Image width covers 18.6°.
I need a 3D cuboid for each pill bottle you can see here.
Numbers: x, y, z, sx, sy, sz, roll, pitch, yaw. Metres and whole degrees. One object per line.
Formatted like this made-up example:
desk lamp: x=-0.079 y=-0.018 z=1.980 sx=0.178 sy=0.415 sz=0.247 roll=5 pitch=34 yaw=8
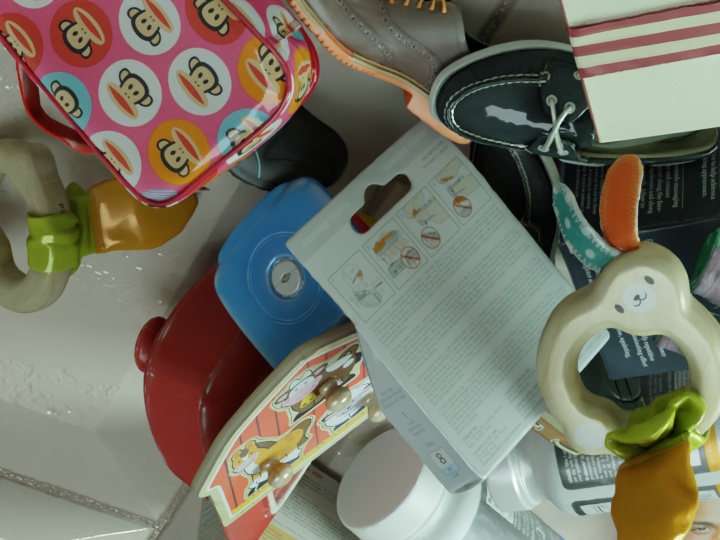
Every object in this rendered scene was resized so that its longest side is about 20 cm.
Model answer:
pill bottle: x=0.079 y=0.220 z=1.802 sx=0.113 sy=0.114 sz=0.200 roll=-27 pitch=128 yaw=33
pill bottle: x=0.197 y=0.125 z=1.679 sx=0.198 sy=0.117 sz=0.117 roll=-9 pitch=136 yaw=18

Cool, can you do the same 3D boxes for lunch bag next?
lunch bag: x=-0.142 y=-0.143 z=1.397 sx=0.176 sy=0.082 sz=0.201 roll=-37 pitch=93 yaw=25

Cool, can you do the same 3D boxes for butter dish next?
butter dish: x=-0.102 y=0.074 z=1.646 sx=0.147 sy=0.201 sz=0.200 roll=17 pitch=142 yaw=24

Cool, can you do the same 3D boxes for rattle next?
rattle: x=0.158 y=0.052 z=1.360 sx=0.129 sy=0.143 sz=0.202 roll=12 pitch=126 yaw=25
rattle: x=-0.241 y=-0.036 z=1.634 sx=0.200 sy=0.143 sz=0.131 roll=-28 pitch=96 yaw=52

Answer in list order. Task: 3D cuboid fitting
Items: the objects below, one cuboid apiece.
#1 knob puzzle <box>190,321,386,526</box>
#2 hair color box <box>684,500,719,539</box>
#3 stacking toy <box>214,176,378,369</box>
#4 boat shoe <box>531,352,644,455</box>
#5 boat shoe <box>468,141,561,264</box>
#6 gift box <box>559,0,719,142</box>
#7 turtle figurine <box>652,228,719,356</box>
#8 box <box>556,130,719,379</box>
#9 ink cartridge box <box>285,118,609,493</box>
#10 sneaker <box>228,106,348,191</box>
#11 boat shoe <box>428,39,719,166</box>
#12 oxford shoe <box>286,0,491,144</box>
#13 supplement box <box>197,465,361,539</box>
knob puzzle: x=-0.029 y=0.098 z=1.505 sx=0.031 sy=0.219 sz=0.220 roll=50 pitch=139 yaw=19
hair color box: x=0.296 y=0.211 z=1.798 sx=0.100 sy=0.062 sz=0.201 roll=-1 pitch=137 yaw=11
stacking toy: x=0.000 y=0.000 z=1.559 sx=0.116 sy=0.110 sz=0.199 roll=-48 pitch=159 yaw=24
boat shoe: x=0.115 y=0.078 z=1.565 sx=0.199 sy=0.076 sz=0.074 roll=34 pitch=128 yaw=-26
boat shoe: x=0.100 y=-0.027 z=1.551 sx=0.071 sy=0.068 sz=0.201 roll=29 pitch=144 yaw=27
gift box: x=0.216 y=-0.179 z=1.287 sx=0.185 sy=0.201 sz=0.185 roll=-8 pitch=141 yaw=15
turtle figurine: x=0.299 y=0.054 z=1.442 sx=0.199 sy=0.101 sz=0.150 roll=26 pitch=122 yaw=-3
box: x=0.250 y=-0.022 z=1.516 sx=0.198 sy=0.108 sz=0.149 roll=-8 pitch=135 yaw=18
ink cartridge box: x=0.053 y=0.021 z=1.461 sx=0.200 sy=0.160 sz=0.047 roll=49 pitch=146 yaw=-4
sneaker: x=-0.086 y=-0.119 z=1.485 sx=0.199 sy=0.076 sz=0.079 roll=27 pitch=132 yaw=-21
boat shoe: x=0.145 y=-0.105 z=1.438 sx=0.198 sy=0.061 sz=0.076 roll=-4 pitch=129 yaw=-14
oxford shoe: x=0.023 y=-0.164 z=1.437 sx=0.199 sy=0.072 sz=0.073 roll=32 pitch=116 yaw=-33
supplement box: x=-0.068 y=0.250 z=1.780 sx=0.126 sy=0.201 sz=0.073 roll=36 pitch=127 yaw=-26
